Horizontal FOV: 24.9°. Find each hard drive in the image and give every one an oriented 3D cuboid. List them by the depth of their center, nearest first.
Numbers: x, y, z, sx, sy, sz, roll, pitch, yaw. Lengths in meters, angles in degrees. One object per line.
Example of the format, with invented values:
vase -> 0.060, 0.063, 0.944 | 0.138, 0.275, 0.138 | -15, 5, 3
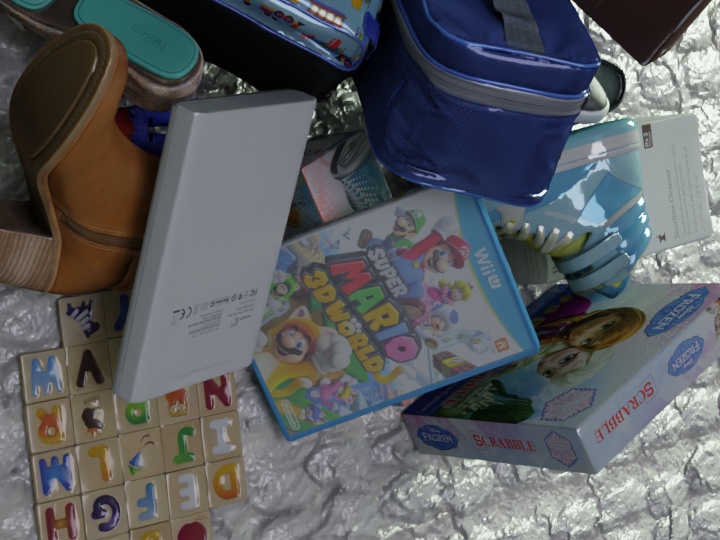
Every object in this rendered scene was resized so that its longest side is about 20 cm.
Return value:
hard drive -> -0.097, -0.018, 1.087 | 0.132, 0.026, 0.201 | -16, 125, -55

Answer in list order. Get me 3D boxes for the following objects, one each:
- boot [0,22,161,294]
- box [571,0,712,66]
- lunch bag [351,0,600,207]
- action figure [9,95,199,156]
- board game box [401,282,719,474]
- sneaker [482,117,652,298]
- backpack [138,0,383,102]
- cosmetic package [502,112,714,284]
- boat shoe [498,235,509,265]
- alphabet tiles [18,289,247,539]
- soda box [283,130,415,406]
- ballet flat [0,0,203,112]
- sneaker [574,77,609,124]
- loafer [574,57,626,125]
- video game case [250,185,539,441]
boot -> -0.151, -0.062, 1.047 | 0.155, 0.077, 0.201 | 5, 123, -39
box -> 0.165, -0.249, 1.139 | 0.200, 0.100, 0.075 | 45, 29, 9
lunch bag -> 0.080, -0.156, 1.137 | 0.135, 0.200, 0.133 | 11, 124, -19
action figure -> -0.147, -0.097, 1.118 | 0.199, 0.052, 0.066 | -3, 96, -35
board game box -> 0.164, 0.076, 1.257 | 0.200, 0.199, 0.041 | -38, 111, -32
sneaker -> 0.138, -0.028, 1.224 | 0.199, 0.079, 0.131 | -20, 98, -19
backpack -> -0.057, -0.238, 1.122 | 0.182, 0.134, 0.201 | 28, 63, -21
cosmetic package -> 0.192, -0.061, 1.352 | 0.199, 0.081, 0.113 | -17, 100, -36
boat shoe -> 0.075, -0.019, 1.270 | 0.071, 0.066, 0.202 | 3, 65, -28
alphabet tiles -> -0.154, 0.112, 1.134 | 0.166, 0.006, 0.201 | -9, 95, -38
soda box -> 0.000, 0.000, 1.217 | 0.068, 0.063, 0.201 | -35, 111, -32
ballet flat -> -0.192, -0.168, 1.060 | 0.200, 0.067, 0.068 | 39, 65, 3
sneaker -> 0.125, -0.201, 1.236 | 0.200, 0.099, 0.071 | 44, 46, 8
loafer -> 0.148, -0.148, 1.326 | 0.200, 0.070, 0.069 | -4, 93, -37
video game case -> 0.011, 0.028, 1.170 | 0.199, 0.018, 0.144 | -21, 106, 10
